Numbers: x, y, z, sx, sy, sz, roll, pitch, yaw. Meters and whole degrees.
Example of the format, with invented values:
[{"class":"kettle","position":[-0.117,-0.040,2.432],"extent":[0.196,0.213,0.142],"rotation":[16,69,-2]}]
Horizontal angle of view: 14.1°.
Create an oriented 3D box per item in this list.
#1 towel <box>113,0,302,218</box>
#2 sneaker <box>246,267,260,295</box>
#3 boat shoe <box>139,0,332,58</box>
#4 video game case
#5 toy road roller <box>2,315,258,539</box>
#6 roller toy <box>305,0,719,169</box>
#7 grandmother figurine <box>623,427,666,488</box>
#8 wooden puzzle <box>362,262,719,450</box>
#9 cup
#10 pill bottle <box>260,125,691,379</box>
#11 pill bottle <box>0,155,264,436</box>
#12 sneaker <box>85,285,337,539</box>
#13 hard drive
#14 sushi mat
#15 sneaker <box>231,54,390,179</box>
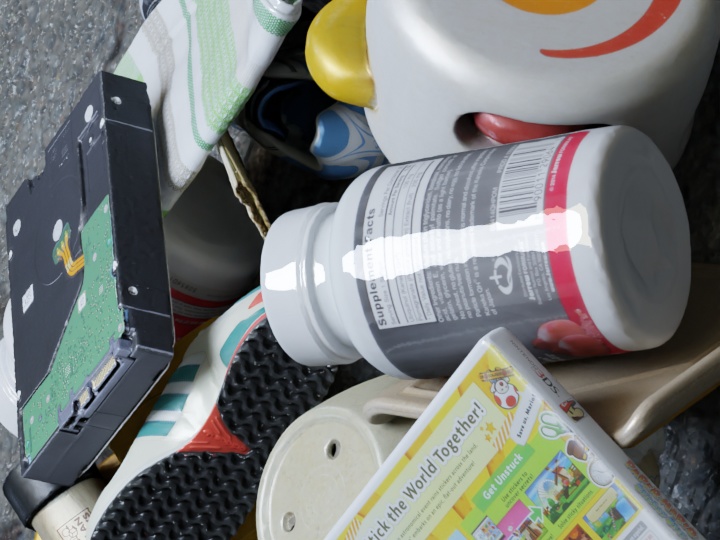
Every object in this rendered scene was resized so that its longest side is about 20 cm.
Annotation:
[{"class":"towel","position":[-0.098,-0.126,1.677],"extent":[0.200,0.031,0.149],"rotation":[-53,30,34]},{"class":"sneaker","position":[0.000,0.000,1.688],"extent":[0.200,0.077,0.082],"rotation":[-2,71,47]},{"class":"boat shoe","position":[-0.073,-0.155,1.754],"extent":[0.200,0.072,0.068],"rotation":[1,45,45]},{"class":"video game case","position":[0.077,0.154,1.403],"extent":[0.182,0.023,0.200],"rotation":[47,131,13]},{"class":"toy road roller","position":[-0.102,0.136,1.726],"extent":[0.200,0.146,0.123],"rotation":[-37,70,0]},{"class":"roller toy","position":[0.091,-0.119,1.523],"extent":[0.182,0.200,0.140],"rotation":[47,154,23]},{"class":"grandmother figurine","position":[0.127,0.167,1.469],"extent":[0.060,0.121,0.200],"rotation":[4,99,10]},{"class":"wooden puzzle","position":[0.127,0.044,1.472],"extent":[0.200,0.185,0.037],"rotation":[0,114,48]},{"class":"cup","position":[0.030,0.134,1.560],"extent":[0.200,0.143,0.201],"rotation":[-17,66,44]},{"class":"pill bottle","position":[0.054,-0.004,1.443],"extent":[0.200,0.111,0.111],"rotation":[-9,72,31]},{"class":"pill bottle","position":[-0.152,0.021,1.815],"extent":[0.200,0.112,0.112],"rotation":[-48,48,32]},{"class":"sneaker","position":[-0.083,0.086,1.629],"extent":[0.200,0.070,0.093],"rotation":[-53,18,17]},{"class":"hard drive","position":[-0.156,0.004,1.660],"extent":[0.140,0.038,0.200],"rotation":[-51,35,41]},{"class":"sushi mat","position":[-0.073,-0.059,1.707],"extent":[0.012,0.096,0.200],"rotation":[-25,32,-1]},{"class":"sneaker","position":[-0.052,-0.108,1.778],"extent":[0.200,0.072,0.072],"rotation":[26,100,50]}]
